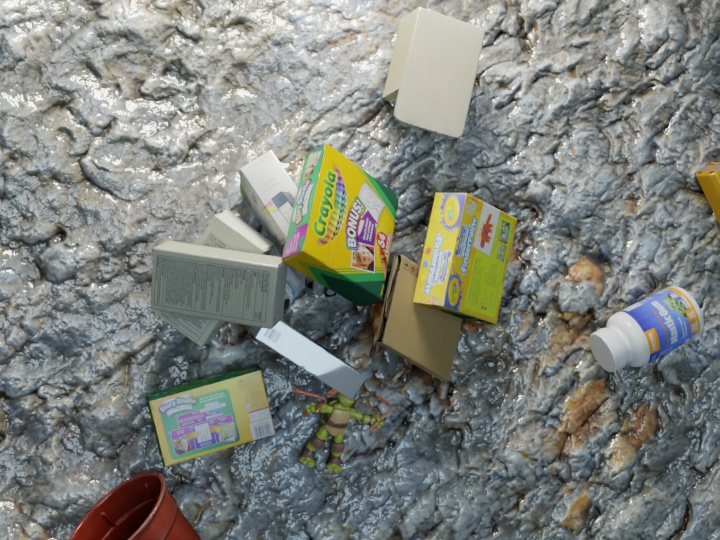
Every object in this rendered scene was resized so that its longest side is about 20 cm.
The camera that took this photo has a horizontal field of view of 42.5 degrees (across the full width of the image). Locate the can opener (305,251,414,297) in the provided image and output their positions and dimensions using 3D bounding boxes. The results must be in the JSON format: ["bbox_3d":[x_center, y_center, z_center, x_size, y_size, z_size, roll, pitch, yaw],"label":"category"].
[{"bbox_3d":[0.000,0.000,1.639,0.199,0.067,0.053,-11,141,-21],"label":"can opener"}]

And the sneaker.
[{"bbox_3d":[-0.173,-0.026,1.591,0.200,0.075,0.087,51,40,-2],"label":"sneaker"}]

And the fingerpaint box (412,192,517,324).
[{"bbox_3d":[0.187,-0.020,1.642,0.167,0.073,0.201,18,81,-46],"label":"fingerpaint box"}]

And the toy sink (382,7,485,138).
[{"bbox_3d":[0.121,-0.335,1.622,0.130,0.112,0.201,13,86,-17],"label":"toy sink"}]

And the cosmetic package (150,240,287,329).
[{"bbox_3d":[-0.220,0.021,1.444,0.199,0.073,0.104,9,103,8],"label":"cosmetic package"}]

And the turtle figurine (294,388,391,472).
[{"bbox_3d":[-0.054,0.270,1.636,0.199,0.064,0.162,14,106,-32],"label":"turtle figurine"}]

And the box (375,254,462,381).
[{"bbox_3d":[0.110,0.086,1.630,0.200,0.021,0.164,33,63,-42],"label":"box"}]

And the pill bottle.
[{"bbox_3d":[0.548,0.118,1.785,0.199,0.112,0.112,-24,101,-14],"label":"pill bottle"}]

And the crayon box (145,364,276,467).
[{"bbox_3d":[-0.256,0.247,1.586,0.199,0.058,0.119,-14,98,-15],"label":"crayon box"}]

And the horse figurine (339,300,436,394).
[{"bbox_3d":[0.058,0.135,1.668,0.200,0.050,0.133,32,69,-9],"label":"horse figurine"}]

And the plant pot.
[{"bbox_3d":[-0.343,0.472,1.520,0.201,0.201,0.195,-39,112,-10],"label":"plant pot"}]

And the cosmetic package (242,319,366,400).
[{"bbox_3d":[-0.100,0.136,1.575,0.200,0.151,0.052,35,83,-17],"label":"cosmetic package"}]

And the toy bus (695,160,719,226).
[{"bbox_3d":[0.754,-0.125,1.849,0.078,0.065,0.200,-33,103,-11],"label":"toy bus"}]

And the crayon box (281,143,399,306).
[{"bbox_3d":[-0.027,-0.071,1.467,0.172,0.058,0.201,33,54,-36],"label":"crayon box"}]

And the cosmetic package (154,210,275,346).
[{"bbox_3d":[-0.239,0.012,1.521,0.105,0.071,0.200,37,104,2],"label":"cosmetic package"}]

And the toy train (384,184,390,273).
[{"bbox_3d":[-0.005,-0.062,1.587,0.114,0.087,0.201,6,67,-25],"label":"toy train"}]

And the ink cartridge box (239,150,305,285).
[{"bbox_3d":[-0.121,-0.085,1.535,0.067,0.117,0.200,-32,80,-14],"label":"ink cartridge box"}]
